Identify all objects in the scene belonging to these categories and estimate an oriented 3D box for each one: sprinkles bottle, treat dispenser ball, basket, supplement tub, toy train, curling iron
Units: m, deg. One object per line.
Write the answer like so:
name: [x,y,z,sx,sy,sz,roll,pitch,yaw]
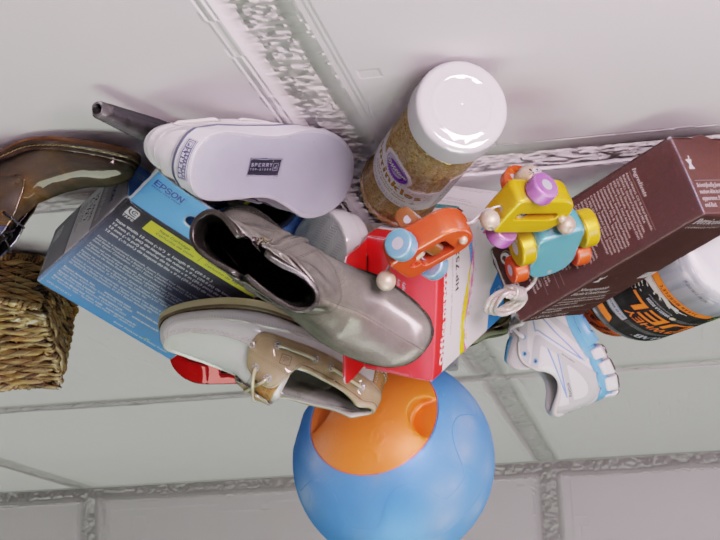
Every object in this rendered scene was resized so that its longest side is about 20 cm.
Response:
sprinkles bottle: [0.051,-0.090,1.210,0.067,0.069,0.200,1,166,-12]
treat dispenser ball: [0.032,0.187,1.583,0.198,0.204,0.201,-2,166,0]
basket: [-0.392,0.025,1.620,0.197,0.150,0.144,-3,133,4]
supplement tub: [0.281,-0.007,1.459,0.121,0.124,0.200,4,165,-23]
toy train: [0.098,-0.029,1.236,0.149,0.056,0.199,-32,153,20]
curling iron: [-0.138,-0.094,1.235,0.025,0.050,0.200,-40,150,12]

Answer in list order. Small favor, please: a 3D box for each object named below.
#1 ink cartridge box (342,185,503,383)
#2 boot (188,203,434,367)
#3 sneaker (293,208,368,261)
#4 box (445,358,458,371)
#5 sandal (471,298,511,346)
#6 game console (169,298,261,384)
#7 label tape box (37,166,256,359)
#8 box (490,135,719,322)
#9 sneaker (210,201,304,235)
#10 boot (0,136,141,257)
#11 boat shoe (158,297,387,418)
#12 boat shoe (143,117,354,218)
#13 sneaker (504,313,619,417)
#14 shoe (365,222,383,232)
ink cartridge box: [0.055,0.013,1.336,0.066,0.118,0.200,10,-157,24]
boot: [-0.037,0.019,1.183,0.199,0.068,0.131,30,-175,-3]
sneaker: [0.000,0.000,1.383,0.114,0.074,0.200,-11,157,-22]
box: [-0.005,0.042,1.643,0.197,0.108,0.152,-4,165,8]
sandal: [0.127,0.024,1.559,0.057,0.080,0.201,-40,177,24]
game console: [-0.078,0.034,1.504,0.197,0.178,0.031,0,131,-6]
label tape box: [-0.159,-0.019,1.350,0.143,0.067,0.199,33,136,-22]
box: [0.216,-0.032,1.330,0.099,0.076,0.199,-4,155,-48]
sneaker: [-0.124,-0.039,1.416,0.198,0.067,0.078,-8,153,19]
boot: [-0.269,-0.048,1.272,0.197,0.098,0.075,-3,166,7]
boat shoe: [-0.072,0.074,1.345,0.197,0.069,0.075,9,152,-9]
boat shoe: [-0.081,-0.087,1.234,0.065,0.074,0.199,25,-171,35]
sneaker: [0.164,0.047,1.512,0.086,0.202,0.075,-28,-176,-8]
shoe: [0.038,-0.026,1.502,0.198,0.054,0.070,-7,156,-35]
